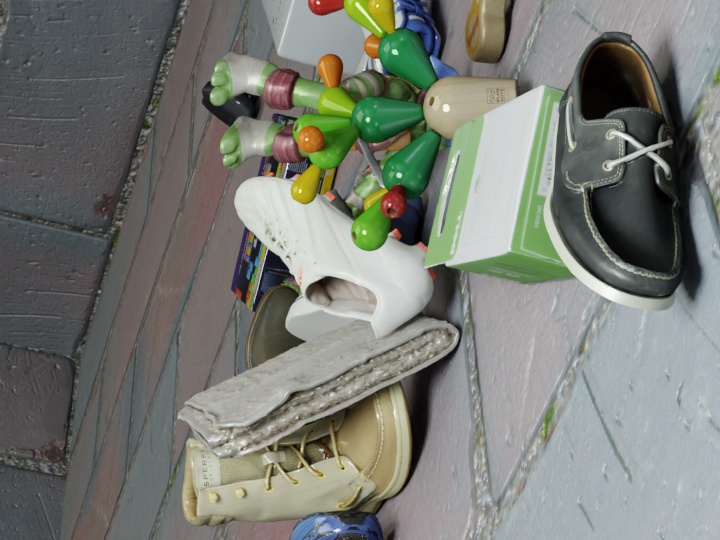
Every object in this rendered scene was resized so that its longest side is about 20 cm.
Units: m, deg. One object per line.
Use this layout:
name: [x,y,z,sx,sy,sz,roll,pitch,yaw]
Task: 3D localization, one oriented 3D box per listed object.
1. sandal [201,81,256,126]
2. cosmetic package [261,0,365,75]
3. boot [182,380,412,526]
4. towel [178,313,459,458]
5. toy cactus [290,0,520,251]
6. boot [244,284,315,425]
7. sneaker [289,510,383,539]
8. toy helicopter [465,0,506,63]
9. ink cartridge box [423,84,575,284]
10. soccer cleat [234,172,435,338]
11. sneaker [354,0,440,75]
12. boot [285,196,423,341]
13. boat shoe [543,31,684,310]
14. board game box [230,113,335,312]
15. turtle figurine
sandal: [-0.174,-0.230,2.715,0.043,0.076,0.200,-51,12,-5]
cosmetic package: [-0.006,-0.305,1.908,0.200,0.122,0.200,-106,31,-68]
boot: [-0.052,0.142,1.556,0.200,0.155,0.073,121,146,-60]
towel: [-0.034,0.078,1.516,0.035,0.199,0.132,67,166,-12]
toy cactus: [0.029,-0.118,1.449,0.102,0.164,0.201,65,-158,-61]
boot: [-0.058,0.102,1.881,0.097,0.074,0.201,-27,57,59]
sneaker: [-0.021,0.260,1.553,0.079,0.075,0.201,-107,23,-49]
toy helicopter: [0.106,-0.248,1.513,0.132,0.079,0.201,-127,39,-63]
ink cartridge box: [0.102,-0.049,1.304,0.200,0.059,0.104,165,117,-76]
soccer cleat: [-0.033,-0.014,1.531,0.078,0.200,0.069,-45,-40,-24]
sneaker: [0.041,-0.209,1.753,0.088,0.075,0.201,-29,55,59]
boot: [0.000,0.000,1.721,0.200,0.073,0.091,-33,37,61]
boat shoe: [0.140,-0.055,1.111,0.200,0.072,0.068,-90,13,-51]
board game box: [-0.079,-0.059,2.136,0.165,0.056,0.201,-151,75,-76]
turtle figurine: [-0.027,-0.092,1.582,0.144,0.193,0.201,45,-122,-66]
